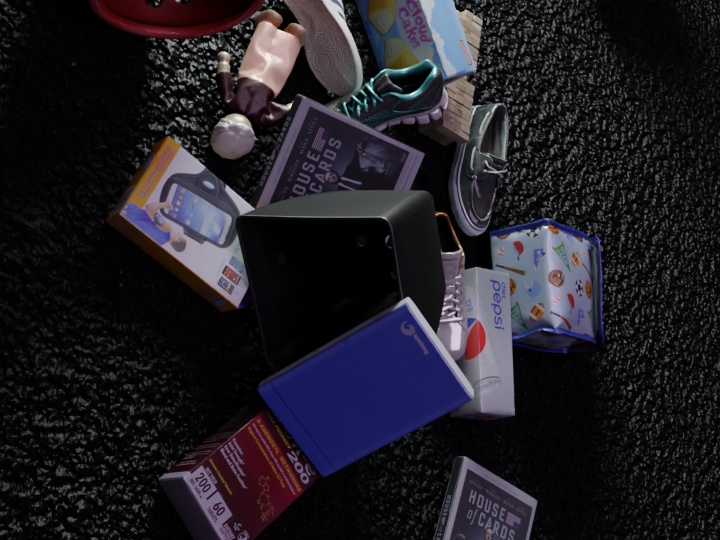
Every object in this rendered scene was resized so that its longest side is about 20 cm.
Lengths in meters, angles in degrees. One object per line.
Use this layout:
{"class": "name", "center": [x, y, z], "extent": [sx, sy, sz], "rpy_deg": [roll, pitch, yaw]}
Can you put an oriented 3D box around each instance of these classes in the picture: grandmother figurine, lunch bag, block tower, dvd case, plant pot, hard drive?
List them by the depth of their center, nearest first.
{"class": "hard drive", "center": [0.005, 0.131, 1.162], "extent": [0.132, 0.199, 0.025], "rpy_deg": [54, 19, -15]}
{"class": "plant pot", "center": [-0.208, -0.383, 1.184], "extent": [0.200, 0.200, 0.184], "rpy_deg": [6, 73, -38]}
{"class": "plant pot", "center": [0.000, 0.000, 1.248], "extent": [0.177, 0.198, 0.201], "rpy_deg": [-40, 126, -53]}
{"class": "grandmother figurine", "center": [-0.127, -0.221, 1.306], "extent": [0.121, 0.061, 0.201], "rpy_deg": [24, 65, -2]}
{"class": "dvd case", "center": [-0.026, -0.115, 1.336], "extent": [0.199, 0.025, 0.151], "rpy_deg": [20, 97, -35]}
{"class": "dvd case", "center": [0.157, 0.369, 1.401], "extent": [0.150, 0.025, 0.201], "rpy_deg": [34, 61, -29]}
{"class": "block tower", "center": [0.129, -0.277, 1.529], "extent": [0.054, 0.058, 0.201], "rpy_deg": [23, 63, -33]}
{"class": "lunch bag", "center": [0.288, 0.029, 1.545], "extent": [0.200, 0.123, 0.171], "rpy_deg": [17, 68, -50]}

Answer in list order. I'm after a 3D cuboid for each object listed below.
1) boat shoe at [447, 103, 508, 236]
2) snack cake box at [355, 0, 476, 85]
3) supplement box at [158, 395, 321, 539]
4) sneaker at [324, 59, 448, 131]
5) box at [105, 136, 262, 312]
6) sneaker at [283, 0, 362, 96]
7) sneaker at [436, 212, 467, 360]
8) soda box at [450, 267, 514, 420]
{"class": "boat shoe", "center": [0.174, -0.151, 1.523], "extent": [0.072, 0.071, 0.201], "rpy_deg": [15, 70, -36]}
{"class": "snack cake box", "center": [0.068, -0.344, 1.455], "extent": [0.067, 0.115, 0.201], "rpy_deg": [-22, 93, -41]}
{"class": "supplement box", "center": [-0.117, 0.219, 1.199], "extent": [0.200, 0.061, 0.109], "rpy_deg": [-39, 104, -40]}
{"class": "sneaker", "center": [0.019, -0.219, 1.360], "extent": [0.199, 0.091, 0.078], "rpy_deg": [-23, 68, -10]}
{"class": "box", "center": [-0.181, -0.045, 1.226], "extent": [0.200, 0.041, 0.119], "rpy_deg": [39, 57, -23]}
{"class": "sneaker", "center": [-0.043, -0.330, 1.393], "extent": [0.201, 0.075, 0.085], "rpy_deg": [66, 31, -17]}
{"class": "sneaker", "center": [0.105, 0.019, 1.406], "extent": [0.072, 0.085, 0.201], "rpy_deg": [-7, 78, -14]}
{"class": "soda box", "center": [0.164, 0.101, 1.457], "extent": [0.068, 0.063, 0.201], "rpy_deg": [11, 72, -37]}
